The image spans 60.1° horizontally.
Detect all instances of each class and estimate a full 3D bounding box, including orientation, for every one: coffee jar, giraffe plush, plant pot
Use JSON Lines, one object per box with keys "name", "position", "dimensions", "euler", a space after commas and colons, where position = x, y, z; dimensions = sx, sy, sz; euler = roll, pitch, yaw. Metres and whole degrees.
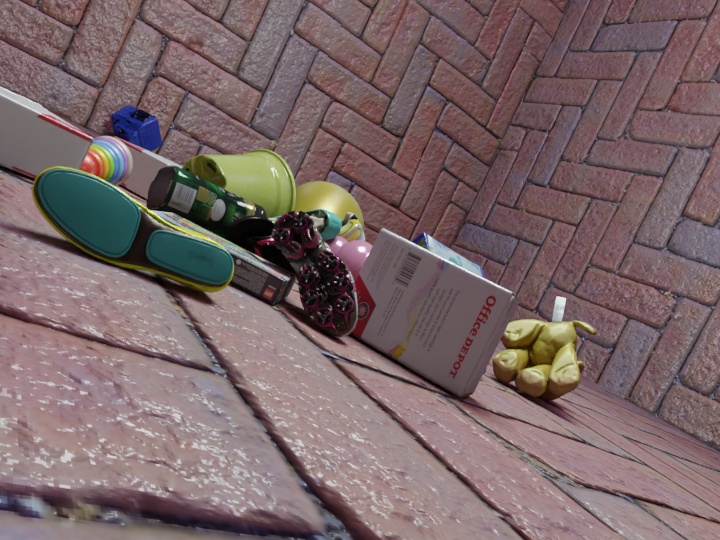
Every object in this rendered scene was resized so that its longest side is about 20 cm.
{"name": "coffee jar", "position": [-0.267, -0.108, 1.101], "dimensions": [0.199, 0.086, 0.104], "euler": [25, -10, -38]}
{"name": "giraffe plush", "position": [0.353, 0.175, 1.185], "dimensions": [0.171, 0.200, 0.163], "euler": [24, -27, 32]}
{"name": "plant pot", "position": [-0.265, -0.159, 1.270], "dimensions": [0.199, 0.202, 0.184], "euler": [28, 14, 27]}
{"name": "plant pot", "position": [-0.099, -0.079, 1.368], "dimensions": [0.198, 0.201, 0.142], "euler": [26, 25, -3]}

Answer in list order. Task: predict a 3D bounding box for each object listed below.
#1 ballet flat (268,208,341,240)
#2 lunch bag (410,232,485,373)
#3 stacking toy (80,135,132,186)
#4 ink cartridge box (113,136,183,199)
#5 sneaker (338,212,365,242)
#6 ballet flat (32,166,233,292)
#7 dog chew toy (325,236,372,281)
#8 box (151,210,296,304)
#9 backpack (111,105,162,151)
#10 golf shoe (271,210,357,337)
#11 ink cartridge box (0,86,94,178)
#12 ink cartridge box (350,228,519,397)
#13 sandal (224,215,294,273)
{"name": "ballet flat", "position": [-0.135, -0.080, 1.166], "dimensions": [0.198, 0.068, 0.070], "euler": [-10, -16, 12]}
{"name": "lunch bag", "position": [0.136, 0.068, 1.051], "dimensions": [0.169, 0.127, 0.202], "euler": [24, 43, -36]}
{"name": "stacking toy", "position": [-0.424, -0.166, 0.978], "dimensions": [0.085, 0.086, 0.200], "euler": [25, 9, -11]}
{"name": "ink cartridge box", "position": [-0.416, -0.191, 1.298], "dimensions": [0.145, 0.083, 0.200], "euler": [27, 3, 16]}
{"name": "sneaker", "position": [-0.091, -0.066, 1.249], "dimensions": [0.198, 0.077, 0.076], "euler": [-15, 27, -10]}
{"name": "ballet flat", "position": [-0.217, -0.030, 0.600], "dimensions": [0.199, 0.067, 0.067], "euler": [28, -19, -28]}
{"name": "dog chew toy", "position": [0.000, 0.000, 1.175], "dimensions": [0.199, 0.125, 0.124], "euler": [29, 4, 18]}
{"name": "box", "position": [-0.185, -0.019, 0.820], "dimensions": [0.198, 0.035, 0.110], "euler": [27, 3, 0]}
{"name": "backpack", "position": [-0.989, -0.616, 2.696], "dimensions": [0.199, 0.164, 0.168], "euler": [31, 47, 19]}
{"name": "golf shoe", "position": [-0.048, 0.010, 0.820], "dimensions": [0.201, 0.072, 0.092], "euler": [62, 2, 36]}
{"name": "ink cartridge box", "position": [-0.479, -0.196, 0.848], "dimensions": [0.199, 0.084, 0.145], "euler": [29, 4, 42]}
{"name": "ink cartridge box", "position": [0.089, 0.056, 0.830], "dimensions": [0.199, 0.147, 0.083], "euler": [28, 2, 23]}
{"name": "sandal", "position": [-0.152, -0.037, 1.113], "dimensions": [0.199, 0.075, 0.045], "euler": [29, 19, -41]}
